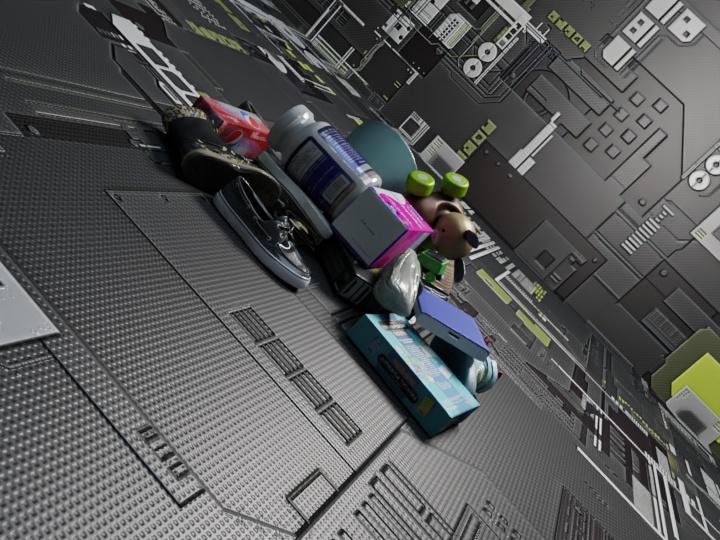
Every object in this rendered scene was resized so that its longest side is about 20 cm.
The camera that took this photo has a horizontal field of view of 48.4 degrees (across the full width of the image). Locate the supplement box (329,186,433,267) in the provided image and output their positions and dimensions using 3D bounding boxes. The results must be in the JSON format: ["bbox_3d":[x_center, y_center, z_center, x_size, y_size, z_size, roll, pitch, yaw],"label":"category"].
[{"bbox_3d":[0.042,-0.075,1.425,0.101,0.103,0.200,49,13,10],"label":"supplement box"}]

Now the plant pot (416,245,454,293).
[{"bbox_3d":[0.137,-0.019,1.739,0.201,0.093,0.201,41,15,-13],"label":"plant pot"}]

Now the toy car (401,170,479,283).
[{"bbox_3d":[0.161,-0.072,1.561,0.158,0.164,0.200,-1,39,-28],"label":"toy car"}]

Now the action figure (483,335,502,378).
[{"bbox_3d":[0.228,0.144,1.635,0.065,0.052,0.200,28,19,-35],"label":"action figure"}]

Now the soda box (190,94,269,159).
[{"bbox_3d":[-0.238,-0.258,1.461,0.070,0.063,0.200,48,15,14],"label":"soda box"}]

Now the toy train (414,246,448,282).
[{"bbox_3d":[0.081,-0.043,1.543,0.200,0.056,0.042,32,30,21],"label":"toy train"}]

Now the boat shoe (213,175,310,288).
[{"bbox_3d":[-0.136,-0.062,1.205,0.200,0.066,0.070,48,16,13],"label":"boat shoe"}]

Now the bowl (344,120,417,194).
[{"bbox_3d":[0.010,-0.192,1.628,0.105,0.201,0.201,-30,71,-34],"label":"bowl"}]

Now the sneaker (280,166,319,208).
[{"bbox_3d":[-0.085,-0.147,1.512,0.200,0.074,0.088,-7,63,-49],"label":"sneaker"}]

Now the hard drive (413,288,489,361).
[{"bbox_3d":[0.151,0.087,1.388,0.132,0.025,0.200,31,10,-6],"label":"hard drive"}]

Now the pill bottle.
[{"bbox_3d":[-0.067,-0.189,1.415,0.200,0.116,0.116,48,16,8],"label":"pill bottle"}]

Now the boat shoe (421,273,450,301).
[{"bbox_3d":[0.097,0.015,1.588,0.199,0.068,0.074,39,16,-19],"label":"boat shoe"}]

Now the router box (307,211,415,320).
[{"bbox_3d":[0.000,0.000,1.414,0.157,0.052,0.200,33,19,-36],"label":"router box"}]

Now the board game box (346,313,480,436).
[{"bbox_3d":[0.084,0.155,1.238,0.200,0.047,0.151,49,16,18],"label":"board game box"}]

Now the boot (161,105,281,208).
[{"bbox_3d":[-0.226,-0.182,1.289,0.200,0.073,0.151,17,31,-49],"label":"boot"}]

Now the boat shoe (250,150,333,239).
[{"bbox_3d":[-0.125,-0.118,1.384,0.200,0.064,0.071,48,4,17],"label":"boat shoe"}]

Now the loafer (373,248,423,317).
[{"bbox_3d":[0.069,0.020,1.325,0.070,0.070,0.200,49,24,-9],"label":"loafer"}]

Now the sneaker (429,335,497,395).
[{"bbox_3d":[0.197,0.183,1.395,0.131,0.080,0.200,38,18,-18],"label":"sneaker"}]

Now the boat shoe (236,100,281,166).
[{"bbox_3d":[-0.183,-0.256,1.585,0.201,0.066,0.072,47,18,13],"label":"boat shoe"}]
